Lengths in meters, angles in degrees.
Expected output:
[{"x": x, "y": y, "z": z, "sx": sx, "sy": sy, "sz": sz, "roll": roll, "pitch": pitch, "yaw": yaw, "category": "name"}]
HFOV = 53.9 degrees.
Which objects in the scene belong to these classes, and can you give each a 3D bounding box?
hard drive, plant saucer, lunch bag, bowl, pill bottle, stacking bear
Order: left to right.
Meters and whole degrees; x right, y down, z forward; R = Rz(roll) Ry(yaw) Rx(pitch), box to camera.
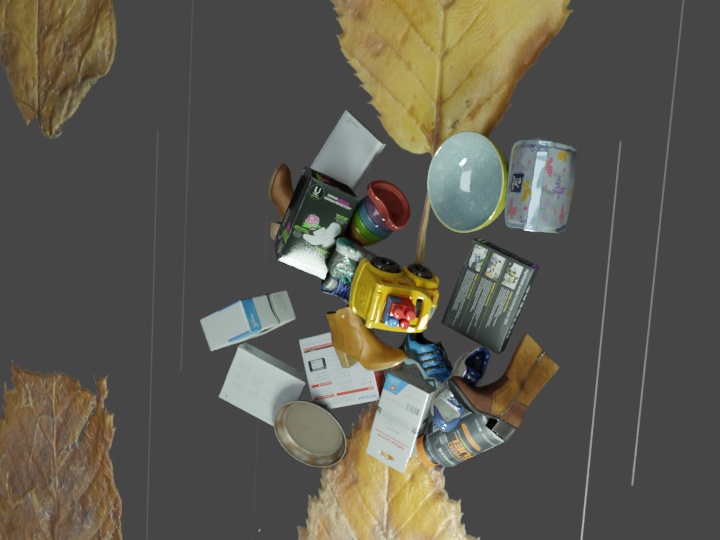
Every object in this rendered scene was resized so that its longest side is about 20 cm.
[{"x": -0.122, "y": 0.400, "z": 1.762, "sx": 0.194, "sy": 0.032, "sz": 0.205, "roll": 9, "pitch": 120, "yaw": 16, "category": "plant saucer"}, {"x": -0.041, "y": -0.262, "z": 1.702, "sx": 0.132, "sy": 0.026, "sz": 0.202, "roll": 44, "pitch": 113, "yaw": 20, "category": "hard drive"}, {"x": 0.014, "y": -0.105, "z": 1.636, "sx": 0.199, "sy": 0.113, "sz": 0.123, "roll": -38, "pitch": 83, "yaw": 38, "category": "stacking bear"}, {"x": 0.216, "y": 0.362, "z": 1.554, "sx": 0.198, "sy": 0.105, "sz": 0.108, "roll": -35, "pitch": 77, "yaw": 28, "category": "pill bottle"}, {"x": 0.246, "y": -0.183, "z": 1.485, "sx": 0.197, "sy": 0.106, "sz": 0.207, "roll": 3, "pitch": 94, "yaw": 44, "category": "bowl"}, {"x": 0.348, "y": -0.165, "z": 1.377, "sx": 0.124, "sy": 0.199, "sz": 0.175, "roll": 9, "pitch": 100, "yaw": 19, "category": "lunch bag"}]

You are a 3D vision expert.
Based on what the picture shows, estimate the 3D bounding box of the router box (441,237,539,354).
[{"x": 0.277, "y": 0.054, "z": 1.525, "sx": 0.147, "sy": 0.051, "sz": 0.205, "roll": 27, "pitch": 107, "yaw": 24, "category": "router box"}]

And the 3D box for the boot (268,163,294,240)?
[{"x": -0.151, "y": -0.153, "z": 1.744, "sx": 0.152, "sy": 0.076, "sz": 0.206, "roll": 13, "pitch": 102, "yaw": 30, "category": "boot"}]

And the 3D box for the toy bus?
[{"x": 0.093, "y": 0.071, "z": 1.517, "sx": 0.192, "sy": 0.195, "sz": 0.139, "roll": -128, "pitch": 51, "yaw": -64, "category": "toy bus"}]

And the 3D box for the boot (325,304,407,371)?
[{"x": 0.007, "y": 0.147, "z": 1.612, "sx": 0.197, "sy": 0.070, "sz": 0.148, "roll": -7, "pitch": 104, "yaw": 37, "category": "boot"}]

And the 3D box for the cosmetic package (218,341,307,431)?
[{"x": -0.247, "y": 0.298, "z": 1.814, "sx": 0.196, "sy": 0.052, "sz": 0.154, "roll": 27, "pitch": 105, "yaw": 3, "category": "cosmetic package"}]

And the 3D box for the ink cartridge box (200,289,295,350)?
[{"x": -0.277, "y": 0.122, "z": 1.770, "sx": 0.143, "sy": 0.199, "sz": 0.086, "roll": -26, "pitch": 84, "yaw": 28, "category": "ink cartridge box"}]

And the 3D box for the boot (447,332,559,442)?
[{"x": 0.293, "y": 0.215, "z": 1.441, "sx": 0.187, "sy": 0.068, "sz": 0.202, "roll": 39, "pitch": 81, "yaw": -6, "category": "boot"}]

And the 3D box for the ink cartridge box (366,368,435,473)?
[{"x": 0.096, "y": 0.348, "z": 1.645, "sx": 0.114, "sy": 0.066, "sz": 0.205, "roll": 22, "pitch": 104, "yaw": 26, "category": "ink cartridge box"}]

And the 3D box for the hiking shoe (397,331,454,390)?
[{"x": 0.169, "y": 0.206, "z": 1.587, "sx": 0.198, "sy": 0.074, "sz": 0.088, "roll": 33, "pitch": 110, "yaw": 24, "category": "hiking shoe"}]

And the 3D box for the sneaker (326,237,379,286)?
[{"x": 0.000, "y": 0.000, "z": 1.608, "sx": 0.092, "sy": 0.198, "sz": 0.078, "roll": -54, "pitch": 38, "yaw": 11, "category": "sneaker"}]

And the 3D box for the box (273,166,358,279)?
[{"x": -0.106, "y": -0.113, "z": 1.622, "sx": 0.122, "sy": 0.149, "sz": 0.204, "roll": 22, "pitch": 103, "yaw": -17, "category": "box"}]

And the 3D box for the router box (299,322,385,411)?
[{"x": -0.044, "y": 0.236, "z": 1.728, "sx": 0.196, "sy": 0.048, "sz": 0.185, "roll": -15, "pitch": 86, "yaw": 30, "category": "router box"}]

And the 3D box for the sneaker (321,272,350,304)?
[{"x": -0.034, "y": 0.047, "z": 1.670, "sx": 0.200, "sy": 0.114, "sz": 0.081, "roll": 47, "pitch": 115, "yaw": 19, "category": "sneaker"}]

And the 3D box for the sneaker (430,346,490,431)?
[{"x": 0.211, "y": 0.242, "z": 1.495, "sx": 0.074, "sy": 0.202, "sz": 0.089, "roll": 31, "pitch": 149, "yaw": 0, "category": "sneaker"}]
